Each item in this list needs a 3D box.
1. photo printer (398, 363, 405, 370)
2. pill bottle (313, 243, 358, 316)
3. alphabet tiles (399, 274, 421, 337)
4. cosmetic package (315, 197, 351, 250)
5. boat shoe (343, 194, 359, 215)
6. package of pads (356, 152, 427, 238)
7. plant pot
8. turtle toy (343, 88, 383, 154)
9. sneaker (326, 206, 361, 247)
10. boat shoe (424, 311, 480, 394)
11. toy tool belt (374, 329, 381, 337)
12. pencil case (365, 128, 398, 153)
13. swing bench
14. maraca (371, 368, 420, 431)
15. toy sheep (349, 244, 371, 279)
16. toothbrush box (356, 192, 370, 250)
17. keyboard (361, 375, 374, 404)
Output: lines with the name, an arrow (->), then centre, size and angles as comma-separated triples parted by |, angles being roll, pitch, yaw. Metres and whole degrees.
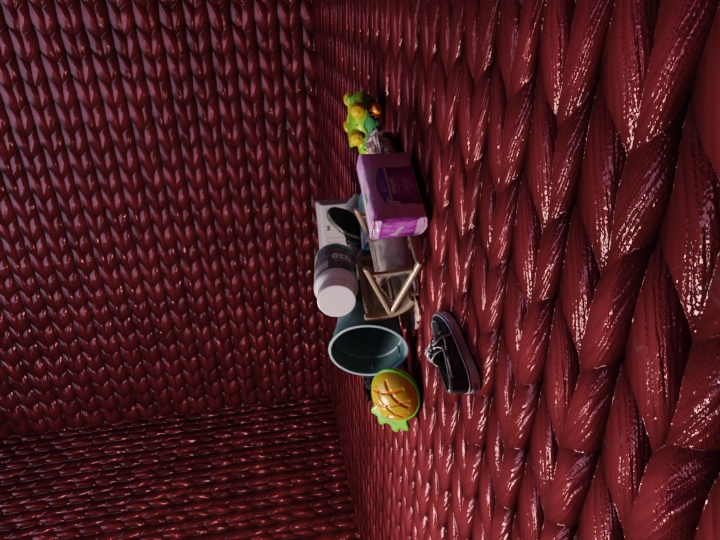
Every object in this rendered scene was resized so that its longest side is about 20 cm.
photo printer -> 0.086, 0.314, 1.475 | 0.200, 0.069, 0.167 | 101, 159, -59
pill bottle -> -0.063, 0.023, 1.318 | 0.200, 0.113, 0.113 | -97, 7, -58
alphabet tiles -> 0.118, 0.061, 1.308 | 0.200, 0.015, 0.196 | 98, 163, -54
cosmetic package -> -0.066, -0.154, 1.844 | 0.165, 0.164, 0.201 | -129, 33, -73
boat shoe -> 0.012, -0.158, 1.572 | 0.200, 0.072, 0.069 | 48, -116, -46
package of pads -> 0.066, -0.168, 1.118 | 0.076, 0.120, 0.200 | 98, 164, -57
plant pot -> 0.020, 0.138, 1.353 | 0.196, 0.200, 0.201 | -90, 2, -47
turtle toy -> 0.012, -0.401, 1.420 | 0.146, 0.101, 0.200 | -108, 15, -54
sneaker -> -0.034, -0.110, 1.514 | 0.114, 0.199, 0.076 | -25, 46, 49
boat shoe -> 0.156, 0.152, 0.959 | 0.200, 0.068, 0.074 | -106, 14, -49
toy tool belt -> 0.039, 0.184, 1.532 | 0.200, 0.125, 0.123 | 99, 157, -66
pencil case -> 0.063, -0.247, 1.257 | 0.089, 0.078, 0.201 | 42, -145, -62
swing bench -> 0.058, -0.019, 1.219 | 0.200, 0.129, 0.199 | 89, 173, -51
maraca -> 0.087, 0.334, 1.318 | 0.107, 0.137, 0.200 | -35, -38, -49
toy sheep -> 0.000, 0.000, 1.490 | 0.138, 0.200, 0.138 | -53, 14, 19
toothbrush box -> 0.050, -0.152, 1.383 | 0.200, 0.085, 0.147 | 123, 142, -73
keyboard -> 0.024, 0.343, 1.492 | 0.200, 0.040, 0.104 | -125, 25, -55
